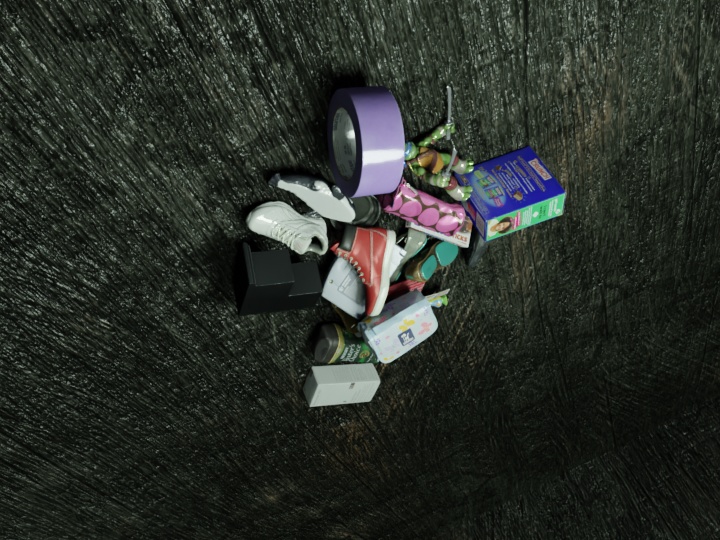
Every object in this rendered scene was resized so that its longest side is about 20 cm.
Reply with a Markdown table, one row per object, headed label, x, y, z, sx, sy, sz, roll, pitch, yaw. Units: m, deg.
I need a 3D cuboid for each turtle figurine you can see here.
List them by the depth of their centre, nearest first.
| label | x | y | z | sx | sy | sz | roll | pitch | yaw |
| --- | --- | --- | --- | --- | --- | --- | --- | --- | --- |
| turtle figurine | 0.187 | -0.235 | 1.409 | 0.200 | 0.145 | 0.193 | -42 | 139 | 23 |

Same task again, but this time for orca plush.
| label | x | y | z | sx | sy | sz | roll | pitch | yaw |
| --- | --- | --- | --- | --- | --- | --- | --- | --- | --- |
| orca plush | -0.097 | -0.168 | 1.395 | 0.198 | 0.072 | 0.106 | 13 | 139 | -14 |

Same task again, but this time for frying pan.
| label | x | y | z | sx | sy | sz | roll | pitch | yaw |
| --- | --- | --- | --- | --- | --- | --- | --- | --- | --- |
| frying pan | -0.049 | -0.133 | 1.477 | 0.188 | 0.031 | 0.116 | 3 | 130 | -15 |

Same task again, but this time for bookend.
| label | x | y | z | sx | sy | sz | roll | pitch | yaw |
| --- | --- | --- | --- | --- | --- | --- | --- | --- | --- |
| bookend | -0.167 | 0.014 | 1.466 | 0.197 | 0.093 | 0.200 | -6 | 159 | -19 |

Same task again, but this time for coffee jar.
| label | x | y | z | sx | sy | sz | roll | pitch | yaw |
| --- | --- | --- | --- | --- | --- | --- | --- | --- | --- |
| coffee jar | -0.029 | 0.194 | 1.784 | 0.198 | 0.086 | 0.105 | 5 | 131 | -30 |

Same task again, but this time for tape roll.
| label | x | y | z | sx | sy | sz | roll | pitch | yaw |
| --- | --- | --- | --- | --- | --- | --- | --- | --- | --- |
| tape roll | 0.006 | -0.242 | 1.263 | 0.084 | 0.201 | 0.201 | -10 | 137 | -18 |

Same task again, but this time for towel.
| label | x | y | z | sx | sy | sz | roll | pitch | yaw |
| --- | --- | --- | --- | --- | --- | --- | --- | --- | --- |
| towel | 0.086 | 0.069 | 1.708 | 0.143 | 0.023 | 0.200 | -18 | 164 | -11 |

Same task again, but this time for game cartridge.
| label | x | y | z | sx | sy | sz | roll | pitch | yaw |
| --- | --- | --- | --- | --- | --- | --- | --- | --- | --- |
| game cartridge | 0.000 | 0.000 | 1.569 | 0.133 | 0.041 | 0.201 | 34 | 97 | -18 |

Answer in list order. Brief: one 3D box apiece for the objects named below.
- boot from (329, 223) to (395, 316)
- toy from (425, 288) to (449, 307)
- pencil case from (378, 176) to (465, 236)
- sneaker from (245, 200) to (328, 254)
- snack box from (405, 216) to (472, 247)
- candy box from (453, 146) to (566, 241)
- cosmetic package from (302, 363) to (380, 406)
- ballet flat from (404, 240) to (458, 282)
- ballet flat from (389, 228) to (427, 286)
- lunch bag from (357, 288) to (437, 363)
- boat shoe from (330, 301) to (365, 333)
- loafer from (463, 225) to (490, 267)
| label | x | y | z | sx | sy | sz | roll | pitch | yaw |
| --- | --- | --- | --- | --- | --- | --- | --- | --- | --- |
| boot | -0.007 | -0.001 | 1.506 | 0.143 | 0.072 | 0.202 | 5 | 95 | -18 |
| toy | 0.141 | 0.109 | 1.782 | 0.198 | 0.048 | 0.115 | -19 | 163 | -14 |
| pencil case | 0.140 | -0.142 | 1.479 | 0.199 | 0.091 | 0.094 | 18 | 137 | -28 |
| sneaker | -0.146 | -0.083 | 1.425 | 0.198 | 0.100 | 0.078 | 9 | 128 | -34 |
| snack box | 0.190 | -0.113 | 1.595 | 0.199 | 0.024 | 0.073 | 15 | 84 | -38 |
| candy box | 0.335 | -0.176 | 1.524 | 0.198 | 0.170 | 0.077 | -20 | 143 | -7 |
| cosmetic package | -0.054 | 0.327 | 1.918 | 0.198 | 0.074 | 0.102 | -1 | 133 | -28 |
| ballet flat | 0.168 | -0.023 | 1.651 | 0.072 | 0.200 | 0.068 | -9 | 110 | 38 |
| ballet flat | 0.088 | -0.031 | 1.639 | 0.063 | 0.068 | 0.200 | 28 | 125 | -11 |
| lunch bag | 0.086 | 0.133 | 1.595 | 0.169 | 0.128 | 0.200 | -31 | 170 | -7 |
| boat shoe | -0.040 | 0.070 | 1.664 | 0.073 | 0.067 | 0.201 | -23 | 130 | -7 |
| loafer | 0.311 | -0.090 | 1.676 | 0.070 | 0.068 | 0.202 | 1 | 129 | -16 |
